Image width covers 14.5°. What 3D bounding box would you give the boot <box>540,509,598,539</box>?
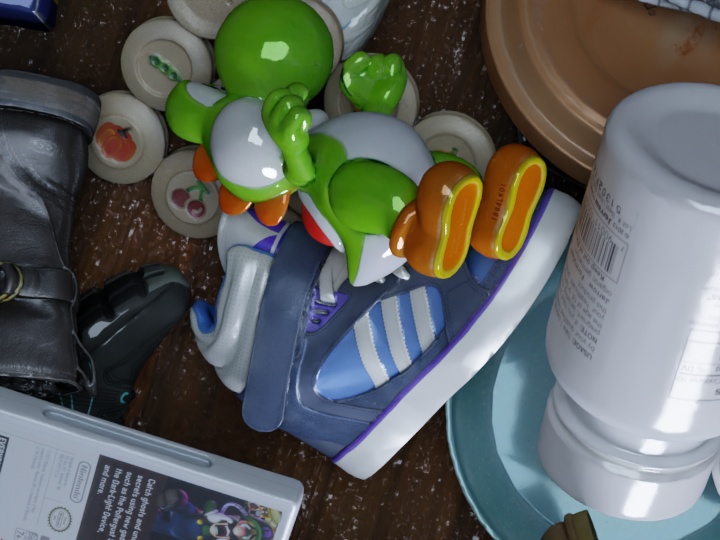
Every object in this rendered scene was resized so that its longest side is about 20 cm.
[{"bbox_3d":[0.034,0.206,1.431,0.199,0.176,0.066,-14,48,-3],"label":"boot"}]

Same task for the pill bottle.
[{"bbox_3d":[0.152,0.019,1.381,0.114,0.115,0.201,13,125,-2],"label":"pill bottle"}]

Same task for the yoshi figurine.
[{"bbox_3d":[-0.010,-0.075,1.381,0.200,0.113,0.112,24,65,32],"label":"yoshi figurine"}]

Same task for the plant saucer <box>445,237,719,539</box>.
[{"bbox_3d":[0.143,0.074,1.492,0.199,0.036,0.201,0,89,-2],"label":"plant saucer"}]

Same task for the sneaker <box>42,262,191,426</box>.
[{"bbox_3d":[-0.156,0.079,1.474,0.200,0.075,0.079,-43,105,4],"label":"sneaker"}]

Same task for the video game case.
[{"bbox_3d":[-0.140,0.159,1.436,0.181,0.023,0.201,18,123,-1],"label":"video game case"}]

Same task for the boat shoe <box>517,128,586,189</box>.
[{"bbox_3d":[0.181,-0.054,1.483,0.201,0.063,0.074,19,86,-3],"label":"boat shoe"}]

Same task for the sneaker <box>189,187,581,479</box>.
[{"bbox_3d":[0.000,0.000,1.427,0.146,0.081,0.200,39,117,-5],"label":"sneaker"}]

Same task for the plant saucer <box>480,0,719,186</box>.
[{"bbox_3d":[0.162,-0.126,1.457,0.199,0.032,0.201,3,64,-6],"label":"plant saucer"}]

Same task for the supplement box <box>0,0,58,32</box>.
[{"bbox_3d":[-0.202,-0.232,1.448,0.108,0.110,0.201,7,90,-2],"label":"supplement box"}]

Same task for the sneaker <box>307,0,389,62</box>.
[{"bbox_3d":[0.022,-0.196,1.474,0.072,0.072,0.200,40,87,-3],"label":"sneaker"}]

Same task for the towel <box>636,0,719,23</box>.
[{"bbox_3d":[0.180,-0.214,1.415,0.199,0.086,0.166,21,71,14],"label":"towel"}]

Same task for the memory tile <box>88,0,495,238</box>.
[{"bbox_3d":[-0.040,-0.064,1.467,0.200,0.017,0.153,36,113,0],"label":"memory tile"}]

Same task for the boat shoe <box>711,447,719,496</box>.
[{"bbox_3d":[0.275,0.074,1.457,0.199,0.060,0.074,-19,98,-19],"label":"boat shoe"}]

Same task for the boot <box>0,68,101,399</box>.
[{"bbox_3d":[-0.223,-0.016,1.432,0.199,0.069,0.175,3,70,8],"label":"boot"}]
